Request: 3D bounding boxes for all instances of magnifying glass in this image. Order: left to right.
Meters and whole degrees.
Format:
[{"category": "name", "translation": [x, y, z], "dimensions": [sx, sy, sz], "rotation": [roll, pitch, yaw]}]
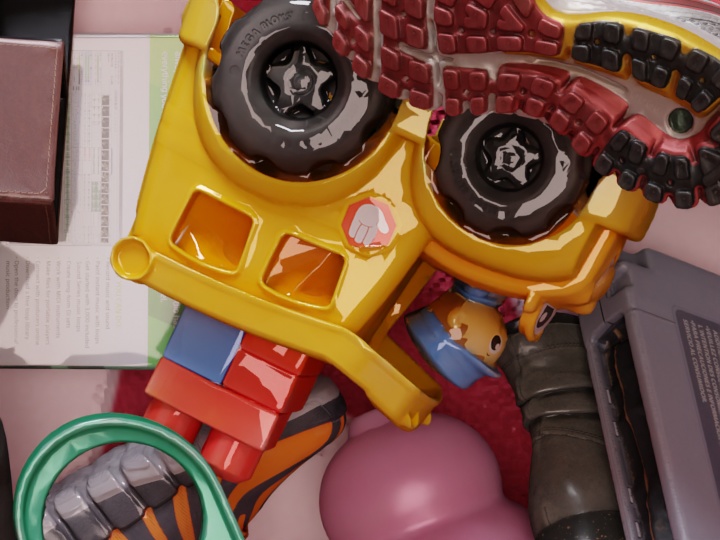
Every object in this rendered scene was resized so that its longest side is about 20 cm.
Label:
[{"category": "magnifying glass", "translation": [-0.050, 0.133, 1.131], "dimensions": [0.200, 0.022, 0.080], "rotation": [41, 85, -11]}]

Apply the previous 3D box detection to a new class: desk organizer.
[{"category": "desk organizer", "translation": [-0.156, -0.114, 1.188], "dimensions": [0.077, 0.072, 0.201], "rotation": [3, 75, -4]}]

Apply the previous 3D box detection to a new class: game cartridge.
[{"category": "game cartridge", "translation": [0.160, 0.088, 1.175], "dimensions": [0.133, 0.200, 0.042], "rotation": [24, 131, -33]}]

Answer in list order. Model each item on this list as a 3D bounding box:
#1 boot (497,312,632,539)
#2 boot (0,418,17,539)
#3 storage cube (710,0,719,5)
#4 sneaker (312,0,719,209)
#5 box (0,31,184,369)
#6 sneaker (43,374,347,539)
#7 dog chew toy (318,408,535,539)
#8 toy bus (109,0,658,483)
[{"category": "boot", "translation": [0.141, 0.089, 1.226], "dimensions": [0.200, 0.068, 0.131], "rotation": [22, 47, -37]}, {"category": "boot", "translation": [-0.097, 0.151, 1.164], "dimensions": [0.199, 0.073, 0.182], "rotation": [18, 115, 8]}, {"category": "storage cube", "translation": [0.164, -0.127, 1.178], "dimensions": [0.200, 0.171, 0.180], "rotation": [31, 91, -2]}, {"category": "sneaker", "translation": [0.067, -0.090, 1.064], "dimensions": [0.200, 0.082, 0.078], "rotation": [30, 120, 12]}, {"category": "box", "translation": [-0.144, -0.029, 1.239], "dimensions": [0.199, 0.036, 0.145], "rotation": [1, 91, -1]}, {"category": "sneaker", "translation": [-0.078, 0.128, 1.234], "dimensions": [0.200, 0.078, 0.112], "rotation": [-28, 97, 9]}, {"category": "dog chew toy", "translation": [0.044, 0.151, 1.213], "dimensions": [0.124, 0.125, 0.201], "rotation": [-21, 85, -1]}, {"category": "toy bus", "translation": [0.000, 0.000, 1.152], "dimensions": [0.199, 0.136, 0.193], "rotation": [22, 90, 8]}]
